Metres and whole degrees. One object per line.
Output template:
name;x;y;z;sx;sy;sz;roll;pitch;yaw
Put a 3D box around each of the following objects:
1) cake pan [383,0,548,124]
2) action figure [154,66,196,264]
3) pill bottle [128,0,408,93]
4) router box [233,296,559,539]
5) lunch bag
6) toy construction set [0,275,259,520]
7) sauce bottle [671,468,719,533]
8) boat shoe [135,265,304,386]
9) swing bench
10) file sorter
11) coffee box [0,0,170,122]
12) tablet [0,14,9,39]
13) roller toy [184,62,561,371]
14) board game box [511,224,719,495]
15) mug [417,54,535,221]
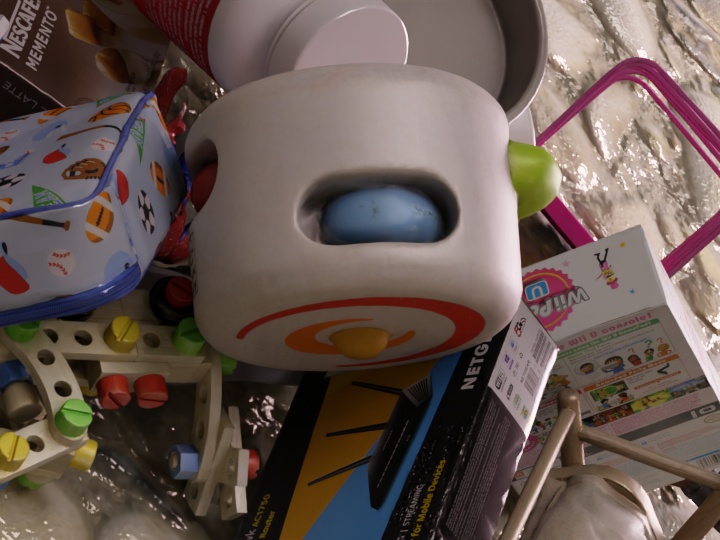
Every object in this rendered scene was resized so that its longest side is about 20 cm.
cake pan;0.024;-0.163;1.704;0.199;0.037;0.201;14;58;-23
action figure;-0.101;-0.075;1.636;0.065;0.099;0.200;36;29;-14
pill bottle;-0.063;-0.165;1.574;0.112;0.113;0.200;5;30;-45
router box;0.015;0.113;1.522;0.051;0.149;0.201;52;43;-32
lunch bag;-0.184;-0.029;1.462;0.200;0.159;0.076;-70;144;-68
toy construction set;-0.133;0.071;1.486;0.199;0.092;0.132;14;48;-40
sauce bottle;0.196;0.099;1.853;0.200;0.065;0.065;46;34;-3
boat shoe;-0.099;0.030;1.599;0.199;0.069;0.057;11;15;-35
swing bench;0.130;0.215;1.582;0.129;0.201;0.199;20;33;10
file sorter;0.187;-0.062;1.869;0.139;0.125;0.200;49;3;1
coffee box;-0.183;-0.136;1.638;0.114;0.080;0.200;35;36;-18
tablet;-0.251;-0.047;1.435;0.014;0.130;0.200;35;36;-7
roller toy;-0.006;-0.019;1.473;0.182;0.199;0.141;19;62;-51
board game box;0.142;0.070;1.678;0.200;0.147;0.065;55;18;-53
mug;0.018;-0.064;1.747;0.153;0.150;0.187;-4;53;-40
